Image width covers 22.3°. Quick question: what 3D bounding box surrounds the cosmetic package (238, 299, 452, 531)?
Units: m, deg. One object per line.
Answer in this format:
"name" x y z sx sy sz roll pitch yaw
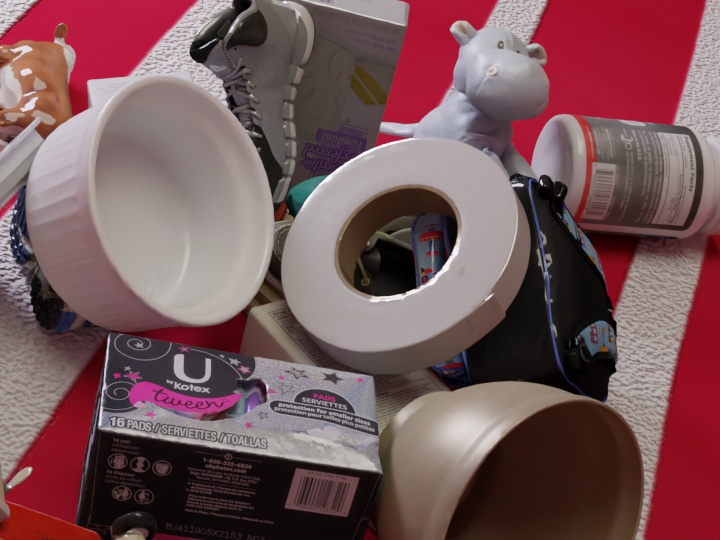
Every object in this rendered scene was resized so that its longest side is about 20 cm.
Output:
"cosmetic package" 0.000 0.105 1.448 0.103 0.073 0.200 -13 43 -36

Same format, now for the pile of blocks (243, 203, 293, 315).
"pile of blocks" -0.088 -0.028 1.614 0.082 0.062 0.200 0 36 -22

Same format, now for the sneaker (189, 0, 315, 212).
"sneaker" -0.109 -0.149 1.577 0.075 0.201 0.115 0 -13 41

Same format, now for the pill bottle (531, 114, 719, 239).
"pill bottle" 0.280 -0.090 1.812 0.199 0.114 0.114 4 35 -18

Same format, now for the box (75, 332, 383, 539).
"box" -0.096 0.138 1.305 0.199 0.133 0.115 9 33 -11

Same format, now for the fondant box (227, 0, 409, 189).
"fondant box" -0.047 -0.167 1.705 0.144 0.201 0.058 13 31 -5

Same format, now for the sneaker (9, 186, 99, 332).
"sneaker" -0.241 -0.020 1.543 0.085 0.077 0.200 8 41 -30

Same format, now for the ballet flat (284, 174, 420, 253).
"ballet flat" 0.011 -0.046 1.629 0.199 0.068 0.070 3 26 22

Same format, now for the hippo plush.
"hippo plush" 0.132 -0.144 1.757 0.159 0.161 0.200 22 18 -20

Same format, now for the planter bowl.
"planter bowl" 0.087 0.165 1.311 0.200 0.201 0.135 -13 24 -36

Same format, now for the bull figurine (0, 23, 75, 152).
"bull figurine" -0.321 -0.173 1.725 0.121 0.065 0.200 0 34 -16

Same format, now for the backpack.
"backpack" 0.139 0.032 1.523 0.134 0.200 0.184 -13 72 18

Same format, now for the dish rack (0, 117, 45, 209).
"dish rack" -0.324 -0.027 1.444 0.044 0.171 0.200 47 33 -10

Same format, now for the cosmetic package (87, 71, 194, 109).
"cosmetic package" -0.185 -0.097 1.647 0.101 0.072 0.200 -6 37 -10

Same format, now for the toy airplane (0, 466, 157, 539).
"toy airplane" -0.235 0.193 1.163 0.199 0.141 0.200 53 23 -2

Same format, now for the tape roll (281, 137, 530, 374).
"tape roll" 0.035 -0.014 1.430 0.202 0.037 0.204 -12 53 17

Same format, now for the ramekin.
"ramekin" -0.170 -0.046 1.454 0.097 0.201 0.200 -14 12 40

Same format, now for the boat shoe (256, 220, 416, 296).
"boat shoe" 0.000 -0.003 1.553 0.201 0.060 0.072 18 67 -36
